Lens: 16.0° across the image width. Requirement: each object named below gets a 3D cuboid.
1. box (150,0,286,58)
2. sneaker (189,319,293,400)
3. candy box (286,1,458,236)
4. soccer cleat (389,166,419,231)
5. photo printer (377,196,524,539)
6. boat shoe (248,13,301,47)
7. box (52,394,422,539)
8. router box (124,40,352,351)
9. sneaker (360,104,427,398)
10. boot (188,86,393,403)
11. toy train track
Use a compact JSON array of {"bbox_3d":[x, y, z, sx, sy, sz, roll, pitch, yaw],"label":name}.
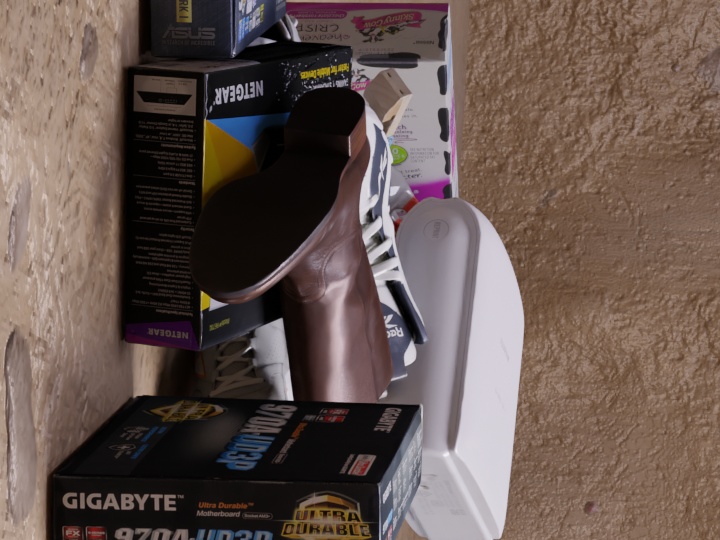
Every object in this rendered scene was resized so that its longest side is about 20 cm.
[{"bbox_3d":[-0.078,-0.209,1.439,0.200,0.051,0.158,-64,154,-77],"label":"box"},{"bbox_3d":[-0.076,0.055,1.533,0.200,0.076,0.092,-92,175,-75],"label":"sneaker"},{"bbox_3d":[-0.002,-0.095,1.777,0.200,0.136,0.061,86,7,-49],"label":"candy box"},{"bbox_3d":[-0.028,-0.022,1.776,0.069,0.078,0.200,-44,174,-40],"label":"soccer cleat"},{"bbox_3d":[0.061,0.062,1.694,0.166,0.069,0.200,63,30,-58],"label":"photo printer"},{"bbox_3d":[-0.061,-0.129,1.591,0.200,0.072,0.069,-27,123,-71],"label":"boat shoe"},{"bbox_3d":[-0.056,0.105,1.289,0.200,0.159,0.046,-47,138,-79],"label":"box"},{"bbox_3d":[-0.065,-0.047,1.422,0.200,0.051,0.149,-22,116,-66],"label":"router box"},{"bbox_3d":[0.000,0.000,1.561,0.130,0.079,0.199,58,-31,36],"label":"sneaker"},{"bbox_3d":[-0.031,0.029,1.390,0.186,0.064,0.200,-54,150,-46],"label":"boot"},{"bbox_3d":[-0.014,-0.056,1.646,0.115,0.033,0.200,56,-34,22],"label":"toy train track"}]
